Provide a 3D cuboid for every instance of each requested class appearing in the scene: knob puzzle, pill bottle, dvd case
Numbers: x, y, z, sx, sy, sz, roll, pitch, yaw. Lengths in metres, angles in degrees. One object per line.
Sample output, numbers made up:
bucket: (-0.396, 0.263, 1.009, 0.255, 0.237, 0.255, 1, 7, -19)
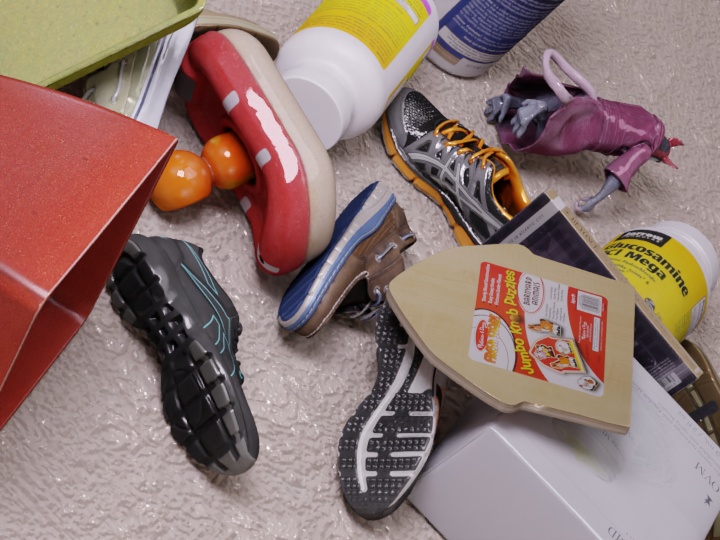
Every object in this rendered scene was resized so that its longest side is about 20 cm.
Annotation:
knob puzzle: (0.114, 0.049, 1.539, 0.220, 0.030, 0.220, 12, 39, -10)
pill bottle: (-0.011, -0.182, 1.711, 0.104, 0.104, 0.200, 43, 40, -7)
pill bottle: (0.246, 0.028, 1.771, 0.112, 0.112, 0.200, 51, 40, 3)
pill bottle: (0.139, -0.280, 1.850, 0.111, 0.200, 0.111, 24, 46, -27)
dvd case: (0.179, 0.044, 1.670, 0.200, 0.149, 0.016, 50, 46, 2)

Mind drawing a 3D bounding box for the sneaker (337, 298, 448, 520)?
sneaker: (0.037, 0.113, 1.549, 0.080, 0.074, 0.200, 69, 33, -52)

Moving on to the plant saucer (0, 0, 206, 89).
plant saucer: (-0.227, -0.220, 1.505, 0.048, 0.200, 0.200, 58, 8, -60)

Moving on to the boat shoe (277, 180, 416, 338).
boat shoe: (0.000, 0.000, 1.602, 0.072, 0.072, 0.200, 44, 40, -8)

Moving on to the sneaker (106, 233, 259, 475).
sneaker: (-0.114, 0.056, 1.454, 0.079, 0.075, 0.200, -6, 64, -47)

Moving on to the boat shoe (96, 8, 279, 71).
boat shoe: (-0.158, -0.198, 1.619, 0.200, 0.072, 0.065, 0, 48, -36)

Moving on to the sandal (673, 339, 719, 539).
sandal: (0.316, 0.154, 1.777, 0.054, 0.080, 0.200, 35, 32, -49)

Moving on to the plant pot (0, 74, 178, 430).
plant pot: (-0.267, -0.019, 1.299, 0.176, 0.200, 0.200, 32, 41, 0)

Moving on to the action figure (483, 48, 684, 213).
action figure: (0.227, -0.146, 1.876, 0.200, 0.149, 0.134, 10, 46, -20)

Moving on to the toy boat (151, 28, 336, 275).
toy boat: (-0.107, -0.083, 1.556, 0.131, 0.131, 0.200, -27, 76, -18)

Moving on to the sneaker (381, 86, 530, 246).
sneaker: (0.097, -0.090, 1.758, 0.200, 0.077, 0.078, 51, 41, 5)

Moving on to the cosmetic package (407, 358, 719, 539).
cosmetic package: (0.174, 0.170, 1.588, 0.199, 0.123, 0.200, 46, 41, -3)

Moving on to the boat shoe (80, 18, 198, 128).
boat shoe: (-0.185, -0.131, 1.517, 0.062, 0.072, 0.200, 23, 67, -13)
